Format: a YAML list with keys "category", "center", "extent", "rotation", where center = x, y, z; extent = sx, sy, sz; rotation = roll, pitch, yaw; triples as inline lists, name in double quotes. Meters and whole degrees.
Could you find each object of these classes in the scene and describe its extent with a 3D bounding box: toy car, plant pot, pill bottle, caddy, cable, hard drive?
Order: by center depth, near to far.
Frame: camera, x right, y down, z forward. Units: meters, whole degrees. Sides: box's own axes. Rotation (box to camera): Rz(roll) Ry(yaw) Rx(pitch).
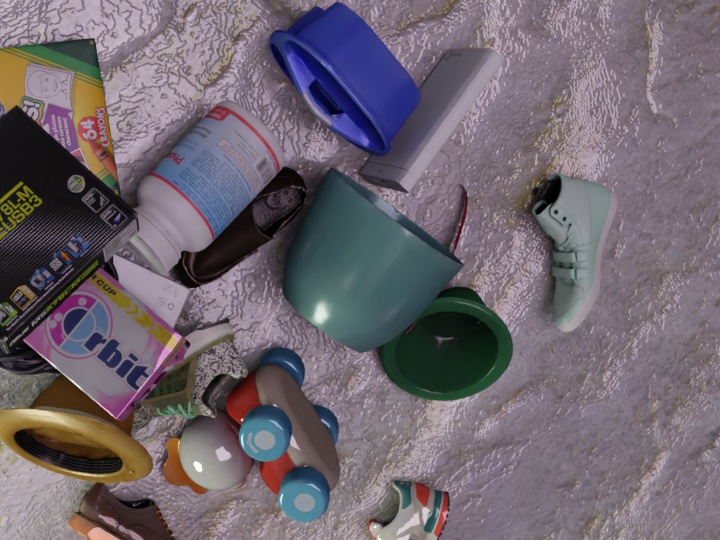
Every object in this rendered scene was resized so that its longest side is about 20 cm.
- category: "cable"
  center: [-0.371, 0.039, 1.665]
  extent: [0.198, 0.051, 0.165]
  rotation: [-9, 100, -18]
- category: "pill bottle"
  center: [-0.189, -0.095, 1.706]
  extent: [0.200, 0.108, 0.109]
  rotation: [-48, 111, -19]
- category: "caddy"
  center: [-0.024, -0.225, 1.751]
  extent: [0.105, 0.141, 0.200]
  rotation: [-48, 111, -14]
- category: "plant pot"
  center: [0.000, 0.000, 1.769]
  extent: [0.200, 0.201, 0.162]
  rotation: [33, 96, -22]
- category: "toy car"
  center: [-0.143, 0.224, 1.779]
  extent: [0.198, 0.185, 0.178]
  rotation: [-26, 110, 14]
- category: "hard drive"
  center: [0.086, -0.188, 1.803]
  extent: [0.027, 0.132, 0.201]
  rotation: [39, 83, -22]

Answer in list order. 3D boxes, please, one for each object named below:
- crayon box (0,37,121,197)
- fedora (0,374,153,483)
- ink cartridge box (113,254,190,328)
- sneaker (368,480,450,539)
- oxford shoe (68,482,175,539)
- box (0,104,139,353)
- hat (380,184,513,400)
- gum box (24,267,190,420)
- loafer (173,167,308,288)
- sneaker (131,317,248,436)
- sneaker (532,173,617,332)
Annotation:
- category: "crayon box"
  center: [-0.372, -0.150, 1.652]
  extent: [0.171, 0.058, 0.202]
  rotation: [-10, 92, -21]
- category: "fedora"
  center: [-0.324, 0.175, 1.682]
  extent: [0.199, 0.200, 0.083]
  rotation: [30, 58, -22]
- category: "ink cartridge box"
  center: [-0.309, 0.025, 1.719]
  extent: [0.199, 0.039, 0.100]
  rotation: [27, 87, -15]
- category: "sneaker"
  center: [0.043, 0.369, 1.912]
  extent: [0.093, 0.070, 0.202]
  rotation: [22, 91, -5]
- category: "oxford shoe"
  center: [-0.252, 0.324, 1.778]
  extent: [0.199, 0.071, 0.073]
  rotation: [32, 81, -22]
- category: "box"
  center: [-0.370, -0.047, 1.548]
  extent: [0.193, 0.048, 0.200]
  rotation: [42, 70, 10]
- category: "hat"
  center: [0.120, 0.043, 1.914]
  extent: [0.165, 0.177, 0.200]
  rotation: [37, 121, -24]
- category: "gum box"
  center: [-0.293, 0.063, 1.597]
  extent: [0.199, 0.066, 0.114]
  rotation: [39, 84, 3]
- category: "loafer"
  center: [-0.143, -0.054, 1.764]
  extent: [0.200, 0.071, 0.073]
  rotation: [-42, 110, -11]
- category: "sneaker"
  center: [-0.210, 0.147, 1.723]
  extent: [0.200, 0.077, 0.089]
  rotation: [-43, 72, 20]
- category: "sneaker"
  center: [0.261, -0.028, 1.926]
  extent: [0.117, 0.074, 0.203]
  rotation: [19, 81, -29]
